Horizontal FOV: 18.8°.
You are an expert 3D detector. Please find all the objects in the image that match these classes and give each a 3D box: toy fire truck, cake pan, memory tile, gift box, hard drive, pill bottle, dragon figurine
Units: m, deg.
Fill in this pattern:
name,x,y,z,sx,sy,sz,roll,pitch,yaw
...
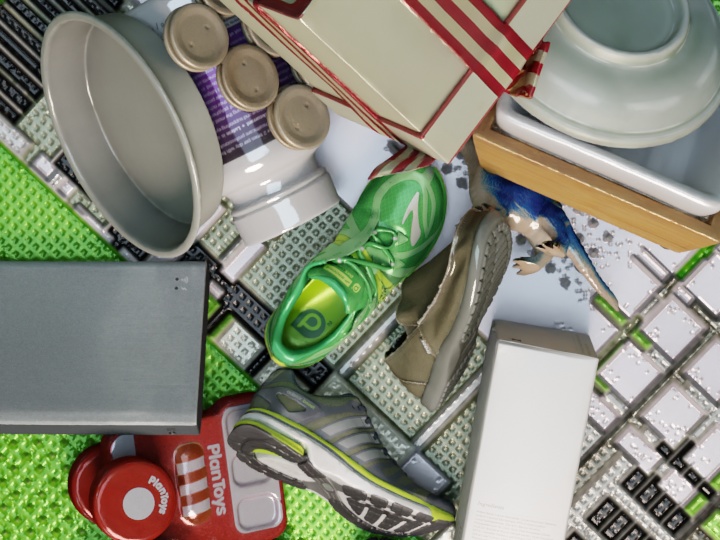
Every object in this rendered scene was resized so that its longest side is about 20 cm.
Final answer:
name,x,y,z,sx,sy,sz,roll,pitch,yaw
toy fire truck,-0.134,0.207,1.717,0.167,0.112,0.201,-10,96,-18
cake pan,-0.170,-0.107,1.637,0.037,0.200,0.201,-30,97,-30
memory tile,-0.059,-0.203,1.621,0.153,0.017,0.201,36,61,-25
gift box,0.015,-0.183,1.510,0.187,0.184,0.200,39,89,-33
hard drive,-0.221,0.060,1.694,0.198,0.033,0.140,0,63,3
pill bottle,-0.095,-0.125,1.656,0.111,0.111,0.201,-26,96,6
dragon figurine,0.135,-0.054,1.672,0.199,0.059,0.100,29,59,-6

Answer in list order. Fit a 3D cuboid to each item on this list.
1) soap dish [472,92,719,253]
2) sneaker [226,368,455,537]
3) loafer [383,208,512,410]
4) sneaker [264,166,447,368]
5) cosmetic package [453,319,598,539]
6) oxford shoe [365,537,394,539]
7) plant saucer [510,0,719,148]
name,x,y,z,sx,sy,sz,roll,pitch,yaw
soap dish,0.192,-0.111,1.632,0.199,0.081,0.158,23,56,-2
sneaker,-0.004,0.144,1.711,0.199,0.074,0.081,32,59,-18
loafer,0.059,0.026,1.658,0.069,0.075,0.201,28,134,11
sneaker,0.000,0.000,1.685,0.074,0.084,0.200,36,97,-3
cosmetic package,0.125,0.148,1.690,0.084,0.108,0.201,11,100,1
oxford shoe,0.077,0.290,1.739,0.199,0.073,0.085,26,115,0
plant saucer,0.184,-0.184,1.596,0.199,0.050,0.201,7,57,-10
